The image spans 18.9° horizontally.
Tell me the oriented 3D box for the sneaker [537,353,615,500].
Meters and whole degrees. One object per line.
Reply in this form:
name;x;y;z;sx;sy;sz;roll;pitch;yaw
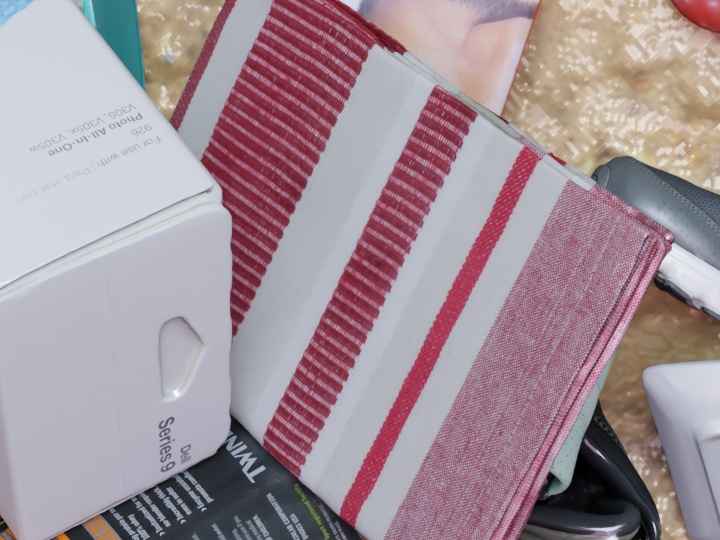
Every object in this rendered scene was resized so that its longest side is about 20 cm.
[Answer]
sneaker;-0.008;0.030;0.778;0.200;0.074;0.118;3;61;24

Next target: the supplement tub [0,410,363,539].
supplement tub;-0.101;0.138;0.763;0.200;0.122;0.123;-29;99;-24

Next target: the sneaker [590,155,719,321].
sneaker;0.180;-0.007;0.821;0.200;0.074;0.085;24;93;-12

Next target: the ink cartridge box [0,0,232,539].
ink cartridge box;-0.128;-0.031;0.725;0.087;0.145;0.200;-28;59;-22

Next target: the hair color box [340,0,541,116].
hair color box;0.020;-0.134;0.799;0.111;0.064;0.200;17;101;-3

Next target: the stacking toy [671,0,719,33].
stacking toy;0.144;-0.186;0.786;0.085;0.085;0.200;1;106;1

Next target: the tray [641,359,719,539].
tray;0.210;0.069;0.799;0.200;0.022;0.107;-6;133;18

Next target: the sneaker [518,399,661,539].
sneaker;0.082;0.129;0.820;0.076;0.114;0.200;-13;101;5

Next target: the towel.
towel;0.000;0.000;0.728;0.200;0.023;0.144;39;111;34

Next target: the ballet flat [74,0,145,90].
ballet flat;-0.122;-0.143;0.803;0.072;0.072;0.200;-5;93;2
